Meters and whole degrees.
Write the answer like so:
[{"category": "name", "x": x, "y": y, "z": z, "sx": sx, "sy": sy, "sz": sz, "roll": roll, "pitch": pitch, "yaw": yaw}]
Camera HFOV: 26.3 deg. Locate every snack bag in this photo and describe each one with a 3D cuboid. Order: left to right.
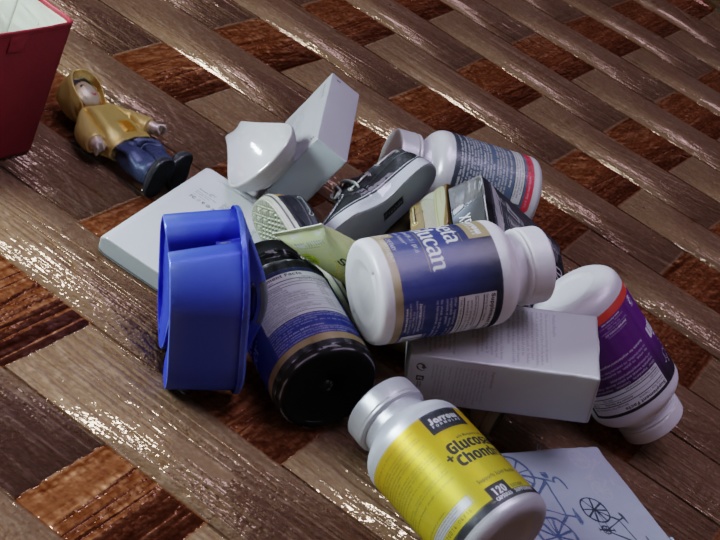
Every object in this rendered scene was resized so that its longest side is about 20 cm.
[{"category": "snack bag", "x": 0.226, "y": 0.254, "z": 1.613, "sx": 0.200, "sy": 0.021, "sz": 0.189, "roll": 0, "pitch": 38, "yaw": -37}]

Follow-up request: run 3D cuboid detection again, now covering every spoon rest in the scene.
[{"category": "spoon rest", "x": -0.125, "y": -0.141, "z": 1.829, "sx": 0.061, "sy": 0.099, "sz": 0.200, "roll": 45, "pitch": -1, "yaw": -16}]

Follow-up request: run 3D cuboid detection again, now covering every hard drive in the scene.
[{"category": "hard drive", "x": -0.181, "y": -0.038, "z": 1.736, "sx": 0.132, "sy": 0.026, "sz": 0.200, "roll": 33, "pitch": 39, "yaw": 14}]

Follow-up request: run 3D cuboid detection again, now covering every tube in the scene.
[{"category": "tube", "x": 0.000, "y": 0.000, "z": 1.646, "sx": 0.200, "sy": 0.058, "sz": 0.052, "roll": 33, "pitch": 21, "yaw": -37}]

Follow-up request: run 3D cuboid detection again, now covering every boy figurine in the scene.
[{"category": "boy figurine", "x": -0.290, "y": -0.170, "z": 1.864, "sx": 0.200, "sy": 0.064, "sz": 0.124, "roll": 43, "pitch": 36, "yaw": 23}]

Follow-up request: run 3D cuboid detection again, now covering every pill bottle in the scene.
[{"category": "pill bottle", "x": -0.069, "y": 0.060, "z": 1.608, "sx": 0.112, "sy": 0.112, "sz": 0.200, "roll": 6, "pitch": 34, "yaw": -31}, {"category": "pill bottle", "x": 0.078, "y": 0.197, "z": 1.496, "sx": 0.112, "sy": 0.112, "sz": 0.200, "roll": -7, "pitch": 43, "yaw": -45}, {"category": "pill bottle", "x": 0.095, "y": 0.008, "z": 1.585, "sx": 0.200, "sy": 0.111, "sz": 0.111, "roll": -9, "pitch": 41, "yaw": -19}, {"category": "pill bottle", "x": 0.128, "y": -0.120, "z": 2.048, "sx": 0.200, "sy": 0.120, "sz": 0.120, "roll": 16, "pitch": 30, "yaw": -18}, {"category": "pill bottle", "x": 0.286, "y": 0.099, "z": 1.754, "sx": 0.200, "sy": 0.112, "sz": 0.112, "roll": 55, "pitch": 22, "yaw": -20}]

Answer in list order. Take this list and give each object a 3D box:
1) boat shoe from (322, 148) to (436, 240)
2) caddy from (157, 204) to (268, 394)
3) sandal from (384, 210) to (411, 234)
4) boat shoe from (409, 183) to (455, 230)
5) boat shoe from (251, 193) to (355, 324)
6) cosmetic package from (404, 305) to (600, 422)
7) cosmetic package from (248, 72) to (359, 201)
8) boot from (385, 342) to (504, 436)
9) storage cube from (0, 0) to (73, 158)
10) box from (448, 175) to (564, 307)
[{"category": "boat shoe", "x": 0.001, "y": -0.081, "z": 1.824, "sx": 0.068, "sy": 0.074, "sz": 0.199, "roll": 33, "pitch": 62, "yaw": 30}, {"category": "caddy", "x": -0.144, "y": 0.030, "z": 1.524, "sx": 0.105, "sy": 0.200, "sz": 0.141, "roll": -1, "pitch": 37, "yaw": -11}, {"category": "sandal", "x": 0.026, "y": -0.023, "z": 1.872, "sx": 0.212, "sy": 0.070, "sz": 0.078, "roll": -8, "pitch": 53, "yaw": -12}, {"category": "boat shoe", "x": 0.086, "y": -0.012, "z": 1.785, "sx": 0.074, "sy": 0.066, "sz": 0.200, "roll": 51, "pitch": 30, "yaw": -34}, {"category": "boat shoe", "x": -0.047, "y": -0.003, "z": 1.719, "sx": 0.062, "sy": 0.075, "sz": 0.200, "roll": -20, "pitch": 73, "yaw": -43}, {"category": "cosmetic package", "x": 0.149, "y": 0.092, "z": 1.636, "sx": 0.200, "sy": 0.071, "sz": 0.101, "roll": 8, "pitch": 41, "yaw": 0}, {"category": "cosmetic package", "x": -0.074, "y": -0.140, "z": 1.888, "sx": 0.052, "sy": 0.151, "sz": 0.200, "roll": 37, "pitch": 27, "yaw": -15}, {"category": "boot", "x": 0.080, "y": 0.095, "z": 1.726, "sx": 0.200, "sy": 0.066, "sz": 0.175, "roll": 25, "pitch": 26, "yaw": 5}, {"category": "storage cube", "x": -0.457, "y": -0.233, "z": 1.716, "sx": 0.171, "sy": 0.180, "sz": 0.200, "roll": 36, "pitch": 30, "yaw": 19}, {"category": "box", "x": 0.182, "y": 0.002, "z": 1.824, "sx": 0.200, "sy": 0.050, "sz": 0.158, "roll": 36, "pitch": 39, "yaw": -46}]
